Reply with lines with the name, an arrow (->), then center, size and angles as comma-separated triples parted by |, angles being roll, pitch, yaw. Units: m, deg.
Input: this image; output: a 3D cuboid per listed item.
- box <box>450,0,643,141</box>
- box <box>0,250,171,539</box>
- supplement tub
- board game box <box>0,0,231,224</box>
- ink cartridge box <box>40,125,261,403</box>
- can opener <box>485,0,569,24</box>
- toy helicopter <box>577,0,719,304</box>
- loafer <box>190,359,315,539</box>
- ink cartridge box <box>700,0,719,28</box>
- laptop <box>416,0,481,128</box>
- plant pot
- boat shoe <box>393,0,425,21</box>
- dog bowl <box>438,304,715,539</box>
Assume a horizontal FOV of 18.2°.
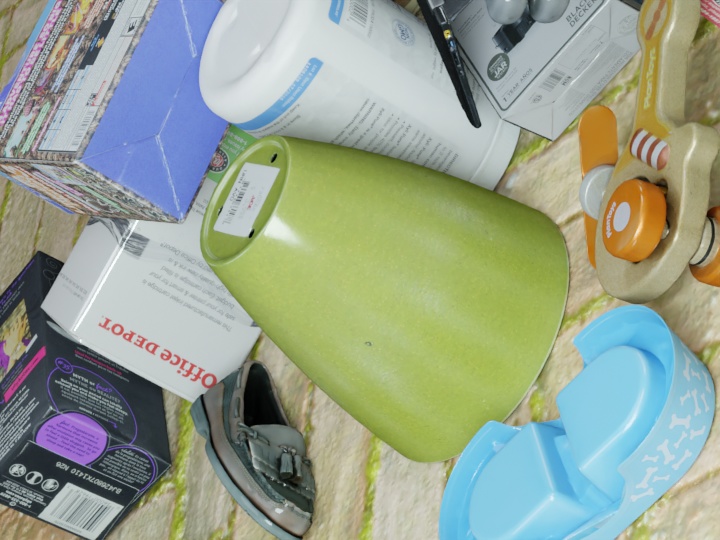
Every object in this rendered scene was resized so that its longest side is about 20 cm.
box -> 0.108, -0.202, 1.552 | 0.117, 0.060, 0.201 | -48, 50, 22
box -> -0.236, 0.101, 1.819 | 0.106, 0.122, 0.201 | -47, 32, 24
supplement tub -> 0.000, -0.125, 1.571 | 0.132, 0.199, 0.133 | -37, 37, 34
board game box -> -0.179, -0.128, 1.659 | 0.200, 0.097, 0.160 | 8, 70, 59
ink cartridge box -> -0.131, -0.016, 1.734 | 0.201, 0.145, 0.084 | -60, 30, -1
can opener -> 0.080, -0.232, 1.363 | 0.067, 0.053, 0.201 | 120, 143, -62
toy helicopter -> 0.175, -0.077, 1.366 | 0.132, 0.078, 0.202 | -25, 54, 62
loafer -> -0.071, 0.122, 1.604 | 0.063, 0.072, 0.200 | -50, 29, 6
ink cartridge box -> 0.251, -0.234, 1.333 | 0.199, 0.145, 0.084 | -18, 49, 49
laptop -> 0.077, -0.235, 1.466 | 0.115, 0.200, 0.188 | -21, 59, 2
plant pot -> 0.000, 0.000, 1.462 | 0.187, 0.199, 0.188 | -37, 37, 35
boat shoe -> 0.056, -0.199, 1.690 | 0.200, 0.065, 0.071 | -48, 21, -11
dog bowl -> 0.128, 0.111, 1.321 | 0.200, 0.049, 0.112 | -46, 33, 23
